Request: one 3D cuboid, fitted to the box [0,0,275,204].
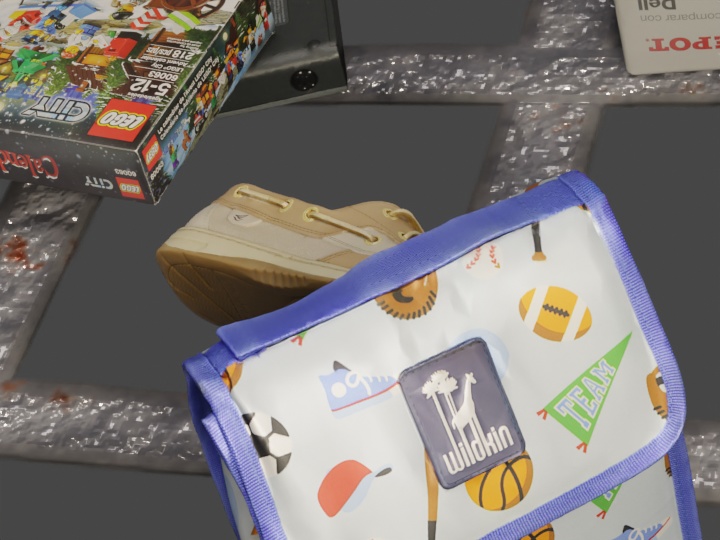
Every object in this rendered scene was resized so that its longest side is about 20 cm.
[{"bbox_3d":[-0.162,-0.106,1.206,0.200,0.038,0.137,10,48,25],"label":"box"}]

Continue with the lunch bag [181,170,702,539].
[{"bbox_3d":[0.032,0.072,0.890,0.170,0.200,0.124,-25,43,-11],"label":"lunch bag"}]

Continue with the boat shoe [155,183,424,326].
[{"bbox_3d":[0.000,0.000,1.068,0.200,0.074,0.069,17,57,32],"label":"boat shoe"}]

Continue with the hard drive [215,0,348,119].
[{"bbox_3d":[-0.111,-0.128,1.266,0.200,0.033,0.140,-11,43,4],"label":"hard drive"}]

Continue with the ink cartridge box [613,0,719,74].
[{"bbox_3d":[0.188,-0.194,1.125,0.146,0.200,0.084,-2,47,15],"label":"ink cartridge box"}]
